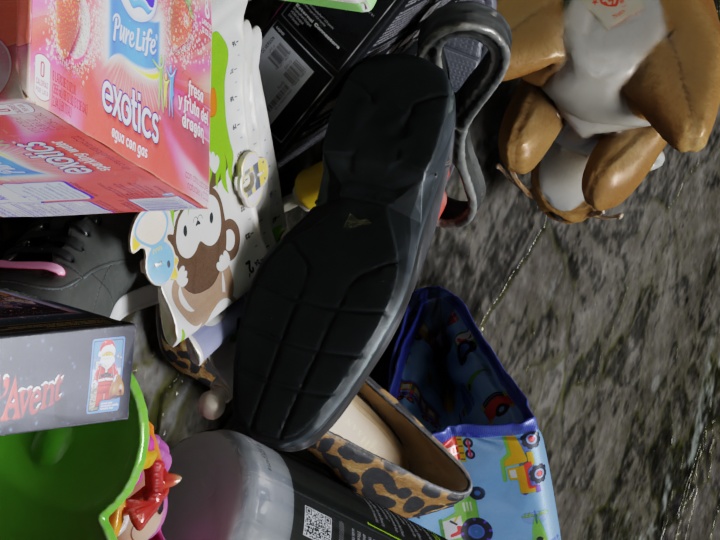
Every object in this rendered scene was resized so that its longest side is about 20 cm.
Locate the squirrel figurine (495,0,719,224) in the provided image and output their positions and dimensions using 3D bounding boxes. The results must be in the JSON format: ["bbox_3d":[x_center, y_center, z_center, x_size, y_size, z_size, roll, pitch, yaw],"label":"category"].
[{"bbox_3d":[0.148,-0.124,1.652,0.187,0.141,0.201,84,21,-65],"label":"squirrel figurine"}]

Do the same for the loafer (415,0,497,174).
[{"bbox_3d":[0.024,-0.077,1.520,0.063,0.072,0.201,-46,156,-72],"label":"loafer"}]

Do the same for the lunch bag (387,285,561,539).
[{"bbox_3d":[0.057,0.110,1.597,0.200,0.094,0.151,-96,176,-65],"label":"lunch bag"}]

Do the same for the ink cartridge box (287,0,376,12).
[{"bbox_3d":[-0.029,-0.224,1.260,0.201,0.145,0.084,-63,148,-26],"label":"ink cartridge box"}]

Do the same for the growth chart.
[{"bbox_3d":[-0.064,-0.033,1.281,0.145,0.018,0.201,-55,143,-47],"label":"growth chart"}]

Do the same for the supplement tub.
[{"bbox_3d":[-0.018,0.169,1.392,0.199,0.122,0.123,29,72,-29],"label":"supplement tub"}]

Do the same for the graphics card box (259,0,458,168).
[{"bbox_3d":[0.015,-0.141,1.374,0.200,0.051,0.125,-51,173,37],"label":"graphics card box"}]

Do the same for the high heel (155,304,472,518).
[{"bbox_3d":[-0.021,0.045,1.395,0.072,0.142,0.200,-60,148,-32],"label":"high heel"}]

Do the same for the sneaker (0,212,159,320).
[{"bbox_3d":[-0.129,-0.023,1.243,0.200,0.070,0.100,-32,126,-61],"label":"sneaker"}]

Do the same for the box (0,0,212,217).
[{"bbox_3d":[-0.135,-0.085,1.088,0.200,0.102,0.095,32,57,-71],"label":"box"}]

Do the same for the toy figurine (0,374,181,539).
[{"bbox_3d":[-0.130,0.116,1.229,0.201,0.150,0.184,-63,167,6],"label":"toy figurine"}]

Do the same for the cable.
[{"bbox_3d":[0.037,-0.060,1.416,0.200,0.097,0.051,-44,-152,57],"label":"cable"}]

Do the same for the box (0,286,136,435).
[{"bbox_3d":[-0.198,0.030,1.000,0.199,0.136,0.038,-4,105,-49],"label":"box"}]

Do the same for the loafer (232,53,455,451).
[{"bbox_3d":[0.000,0.000,1.323,0.201,0.072,0.072,-65,159,-19],"label":"loafer"}]
